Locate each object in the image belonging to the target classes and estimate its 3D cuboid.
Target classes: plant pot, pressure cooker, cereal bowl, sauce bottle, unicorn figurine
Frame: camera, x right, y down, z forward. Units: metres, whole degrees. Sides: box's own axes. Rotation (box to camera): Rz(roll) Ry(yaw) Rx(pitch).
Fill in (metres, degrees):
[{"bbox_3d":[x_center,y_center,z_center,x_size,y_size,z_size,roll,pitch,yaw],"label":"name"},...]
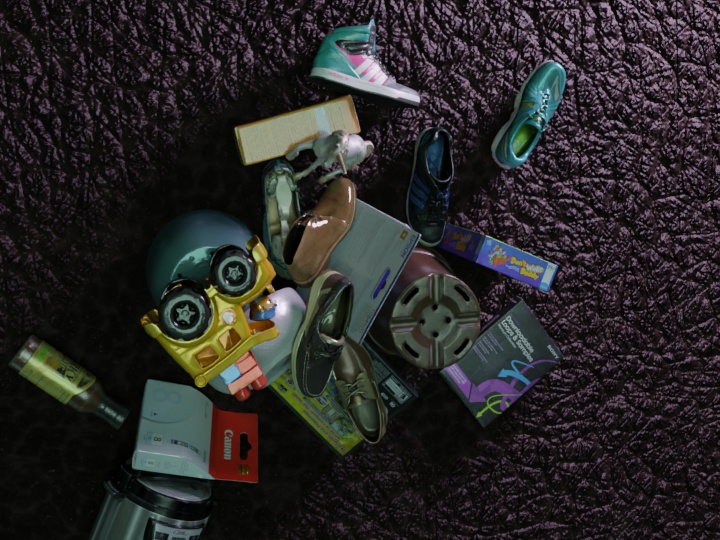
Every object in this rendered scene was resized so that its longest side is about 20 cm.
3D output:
[{"bbox_3d":[-0.238,0.014,1.364,0.197,0.161,0.204,-2,100,-13],"label":"plant pot"},{"bbox_3d":[-0.332,0.387,1.395,0.177,0.176,0.202,23,92,2],"label":"pressure cooker"},{"bbox_3d":[0.096,0.065,1.428,0.197,0.198,0.204,-2,100,-11],"label":"plant pot"},{"bbox_3d":[-0.154,0.125,1.374,0.200,0.200,0.083,-43,77,-3],"label":"cereal bowl"},{"bbox_3d":[-0.461,0.183,1.392,0.199,0.065,0.065,38,89,-17],"label":"sauce bottle"},{"bbox_3d":[-0.044,-0.181,1.353,0.136,0.200,0.075,-24,97,34],"label":"unicorn figurine"}]

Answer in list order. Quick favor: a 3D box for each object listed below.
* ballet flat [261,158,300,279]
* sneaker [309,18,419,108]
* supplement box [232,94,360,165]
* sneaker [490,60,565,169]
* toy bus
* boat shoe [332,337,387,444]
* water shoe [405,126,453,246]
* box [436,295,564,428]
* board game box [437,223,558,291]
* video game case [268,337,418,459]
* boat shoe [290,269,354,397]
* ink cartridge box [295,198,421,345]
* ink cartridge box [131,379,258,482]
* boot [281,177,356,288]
[{"bbox_3d":[-0.127,-0.080,1.423,0.073,0.074,0.203,-11,101,-10],"label":"ballet flat"},{"bbox_3d":[0.017,-0.341,1.410,0.198,0.083,0.123,12,88,-29],"label":"sneaker"},{"bbox_3d":[-0.105,-0.227,1.405,0.197,0.067,0.070,-20,102,-10],"label":"supplement box"},{"bbox_3d":[0.299,-0.262,1.483,0.077,0.080,0.202,26,92,-15],"label":"sneaker"},{"bbox_3d":[-0.181,0.075,1.228,0.199,0.136,0.193,-37,100,-6],"label":"toy bus"},{"bbox_3d":[-0.003,0.197,1.436,0.075,0.072,0.202,-23,108,6],"label":"boat shoe"},{"bbox_3d":[0.119,-0.138,1.462,0.070,0.079,0.203,-3,99,-12],"label":"water shoe"},{"bbox_3d":[0.252,0.165,1.563,0.200,0.036,0.143,-41,105,-5],"label":"box"},{"bbox_3d":[0.223,-0.024,1.441,0.133,0.200,0.045,22,93,-15],"label":"board game box"},{"bbox_3d":[-0.032,0.201,1.488,0.180,0.026,0.200,-41,105,11],"label":"video game case"},{"bbox_3d":[-0.056,0.102,1.329,0.072,0.065,0.203,4,100,-36],"label":"boat shoe"},{"bbox_3d":[0.000,0.000,1.401,0.040,0.199,0.201,28,93,-43],"label":"ink cartridge box"},{"bbox_3d":[-0.258,0.258,1.397,0.197,0.161,0.048,10,122,-13],"label":"ink cartridge box"},{"bbox_3d":[-0.066,-0.076,1.401,0.076,0.073,0.202,51,55,-49],"label":"boot"}]
